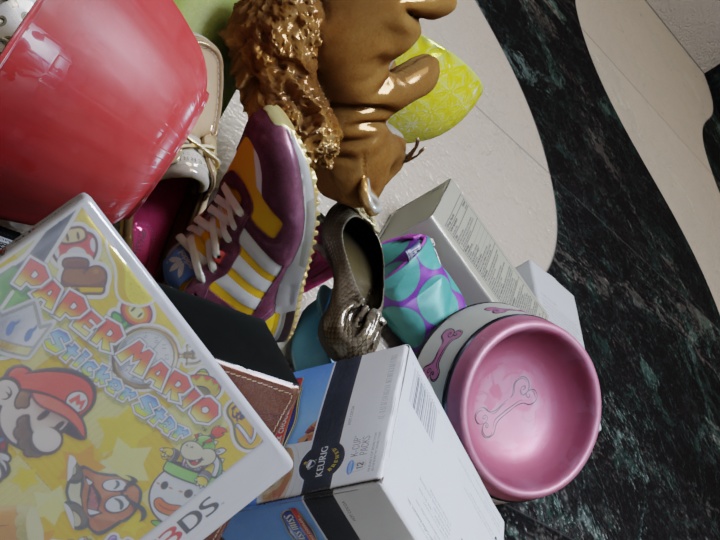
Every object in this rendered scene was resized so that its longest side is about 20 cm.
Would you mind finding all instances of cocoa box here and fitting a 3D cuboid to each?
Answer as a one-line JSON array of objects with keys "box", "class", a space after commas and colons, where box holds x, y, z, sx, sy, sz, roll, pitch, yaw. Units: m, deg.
[{"box": [0.006, 0.178, 0.738, 0.200, 0.131, 0.133, 61, 26, -30], "class": "cocoa box"}]

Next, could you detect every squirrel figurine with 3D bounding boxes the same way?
[{"box": [-0.028, -0.134, 0.826, 0.200, 0.141, 0.187, -25, 128, -43], "class": "squirrel figurine"}]

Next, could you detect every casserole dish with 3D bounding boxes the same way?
[{"box": [-0.010, 0.108, 0.862, 0.121, 0.039, 0.200, -75, 145, -69], "class": "casserole dish"}]

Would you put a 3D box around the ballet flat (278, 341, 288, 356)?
[{"box": [-0.095, 0.075, 0.794, 0.069, 0.069, 0.200, 53, 34, -13], "class": "ballet flat"}]

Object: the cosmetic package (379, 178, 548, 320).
[{"box": [0.112, 0.015, 1.129, 0.200, 0.087, 0.103, 54, 31, -13], "class": "cosmetic package"}]

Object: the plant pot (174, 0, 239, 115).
[{"box": [-0.153, -0.209, 0.848, 0.200, 0.200, 0.190, 37, 49, -35], "class": "plant pot"}]

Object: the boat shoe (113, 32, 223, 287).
[{"box": [-0.132, -0.071, 0.737, 0.074, 0.069, 0.200, 13, 94, -38], "class": "boat shoe"}]

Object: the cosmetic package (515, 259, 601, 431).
[{"box": [0.215, 0.099, 1.230, 0.101, 0.071, 0.200, 36, 38, -36], "class": "cosmetic package"}]

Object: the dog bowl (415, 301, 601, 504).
[{"box": [0.145, 0.130, 0.990, 0.200, 0.074, 0.201, 1, 88, -29], "class": "dog bowl"}]

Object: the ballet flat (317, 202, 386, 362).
[{"box": [0.000, 0.000, 0.842, 0.067, 0.046, 0.200, 38, 30, -21], "class": "ballet flat"}]

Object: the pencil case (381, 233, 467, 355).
[{"box": [0.086, 0.056, 1.051, 0.200, 0.092, 0.085, 53, -14, -15], "class": "pencil case"}]

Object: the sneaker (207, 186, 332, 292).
[{"box": [-0.066, -0.034, 0.905, 0.200, 0.081, 0.088, 7, 60, -56], "class": "sneaker"}]

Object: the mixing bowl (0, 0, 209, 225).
[{"box": [-0.164, -0.099, 0.635, 0.108, 0.200, 0.200, 34, 37, -16], "class": "mixing bowl"}]

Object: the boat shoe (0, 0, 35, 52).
[{"box": [-0.248, -0.156, 0.739, 0.200, 0.071, 0.069, 52, 29, -16], "class": "boat shoe"}]

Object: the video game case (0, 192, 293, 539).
[{"box": [-0.160, 0.091, 0.550, 0.200, 0.182, 0.023, 56, -10, -24], "class": "video game case"}]

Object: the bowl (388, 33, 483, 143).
[{"box": [0.022, -0.191, 1.126, 0.200, 0.200, 0.108, 29, 84, -42], "class": "bowl"}]

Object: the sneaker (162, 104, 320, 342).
[{"box": [-0.085, -0.017, 0.687, 0.090, 0.200, 0.075, -10, 44, -21], "class": "sneaker"}]

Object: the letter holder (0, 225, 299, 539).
[{"box": [-0.163, 0.079, 0.625, 0.200, 0.142, 0.101, 22, 13, -25], "class": "letter holder"}]
